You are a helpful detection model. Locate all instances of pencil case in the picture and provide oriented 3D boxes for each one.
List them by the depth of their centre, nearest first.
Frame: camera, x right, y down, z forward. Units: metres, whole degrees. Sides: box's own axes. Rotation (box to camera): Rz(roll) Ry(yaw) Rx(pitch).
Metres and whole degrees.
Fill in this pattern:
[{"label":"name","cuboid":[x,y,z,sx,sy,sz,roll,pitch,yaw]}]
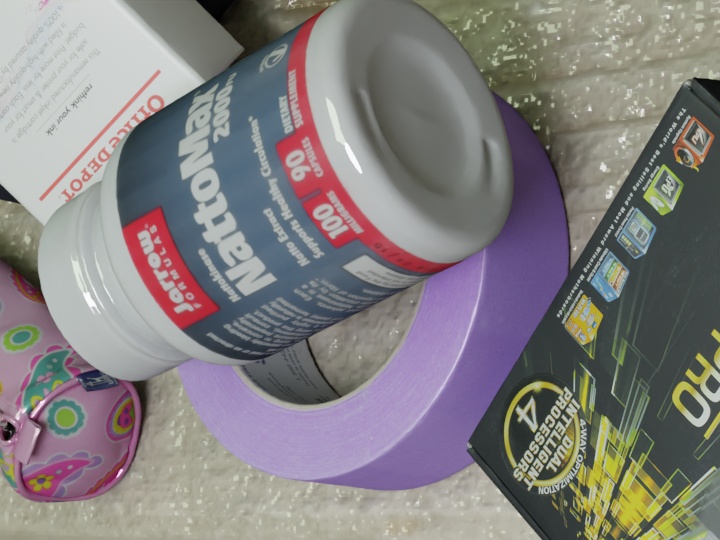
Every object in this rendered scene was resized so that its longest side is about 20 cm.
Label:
[{"label":"pencil case","cuboid":[-0.199,0.046,1.260,0.200,0.087,0.088,38,107,40]}]

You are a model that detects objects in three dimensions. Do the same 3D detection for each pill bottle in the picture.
[{"label":"pill bottle","cuboid":[-0.043,-0.027,1.026,0.199,0.119,0.121,-28,64,35]}]

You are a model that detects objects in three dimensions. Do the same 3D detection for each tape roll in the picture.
[{"label":"tape roll","cuboid":[0.000,0.000,1.105,0.199,0.065,0.202,-9,77,40]}]

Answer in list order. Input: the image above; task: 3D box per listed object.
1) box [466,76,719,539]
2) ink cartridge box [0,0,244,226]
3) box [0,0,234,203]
[{"label":"box","cuboid":[0.145,0.049,0.965,0.161,0.049,0.201,48,120,34]},{"label":"ink cartridge box","cuboid":[-0.140,-0.100,1.130,0.200,0.068,0.115,45,115,-6]},{"label":"box","cuboid":[-0.180,-0.176,1.262,0.199,0.123,0.201,-49,55,23]}]
